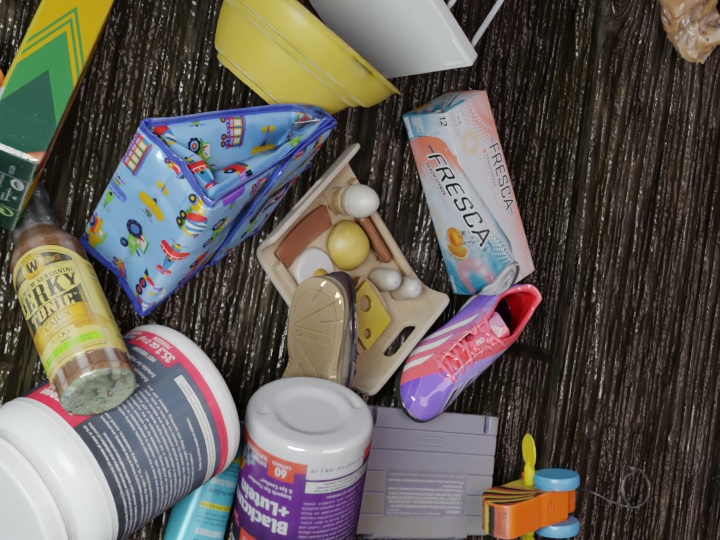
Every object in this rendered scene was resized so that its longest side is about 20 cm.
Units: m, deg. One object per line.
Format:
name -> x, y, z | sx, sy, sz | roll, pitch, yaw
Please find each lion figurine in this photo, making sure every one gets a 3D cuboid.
lion figurine -> 0.356, -0.339, 1.853 | 0.200, 0.072, 0.123 | 36, 79, -22

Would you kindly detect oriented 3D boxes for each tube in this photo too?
tube -> -0.144, 0.225, 1.407 | 0.077, 0.050, 0.201 | 20, 82, -44

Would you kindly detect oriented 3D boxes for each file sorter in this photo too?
file sorter -> 0.030, -0.297, 1.493 | 0.200, 0.139, 0.125 | 54, 54, -30

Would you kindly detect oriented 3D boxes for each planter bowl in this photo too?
planter bowl -> -0.066, -0.188, 1.402 | 0.084, 0.200, 0.200 | -50, 128, 5

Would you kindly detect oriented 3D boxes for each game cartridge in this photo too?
game cartridge -> 0.057, 0.203, 1.601 | 0.200, 0.038, 0.130 | 10, 88, -43

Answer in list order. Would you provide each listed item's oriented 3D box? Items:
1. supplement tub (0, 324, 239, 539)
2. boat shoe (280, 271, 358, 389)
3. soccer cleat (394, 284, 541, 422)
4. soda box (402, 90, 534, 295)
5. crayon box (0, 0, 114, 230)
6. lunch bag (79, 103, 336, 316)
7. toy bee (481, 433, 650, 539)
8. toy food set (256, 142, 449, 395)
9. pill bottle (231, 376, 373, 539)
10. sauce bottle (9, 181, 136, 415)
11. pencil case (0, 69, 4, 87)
supplement tub -> -0.208, 0.143, 1.276 | 0.200, 0.140, 0.141 | -32, 112, -38
boat shoe -> -0.036, 0.095, 1.465 | 0.065, 0.072, 0.201 | -25, 127, -57
soccer cleat -> 0.108, 0.076, 1.602 | 0.068, 0.073, 0.200 | 54, 51, -8
soda box -> 0.110, -0.078, 1.622 | 0.068, 0.063, 0.201 | -31, 111, -38
crayon box -> -0.241, -0.145, 1.225 | 0.051, 0.127, 0.200 | 23, 63, -11
lunch bag -> -0.116, -0.069, 1.352 | 0.094, 0.151, 0.200 | 48, 42, 14
toy bee -> 0.189, 0.243, 1.676 | 0.200, 0.109, 0.131 | 20, 83, -37
toy food set -> 0.000, 0.000, 1.522 | 0.144, 0.060, 0.200 | -50, 122, -31
pill bottle -> -0.055, 0.204, 1.409 | 0.111, 0.111, 0.201 | -21, 131, -41
sauce bottle -> -0.233, 0.016, 1.237 | 0.065, 0.065, 0.200 | 4, 46, -43
pencil case -> -0.336, -0.077, 1.191 | 0.088, 0.088, 0.201 | 34, 66, -38
